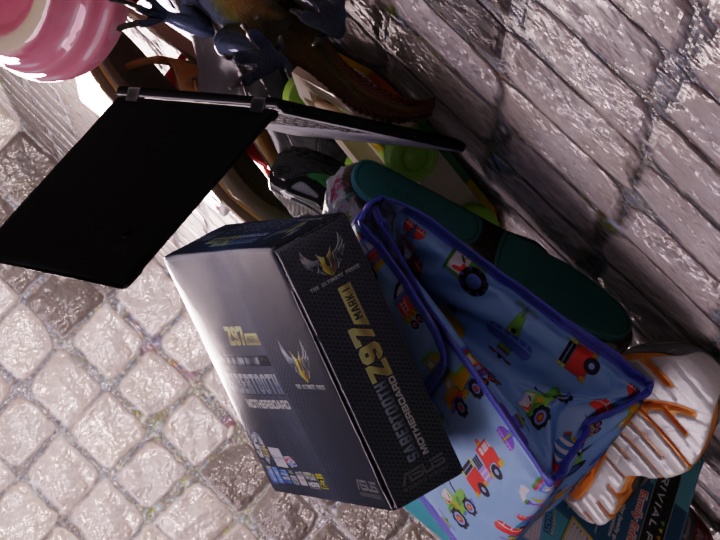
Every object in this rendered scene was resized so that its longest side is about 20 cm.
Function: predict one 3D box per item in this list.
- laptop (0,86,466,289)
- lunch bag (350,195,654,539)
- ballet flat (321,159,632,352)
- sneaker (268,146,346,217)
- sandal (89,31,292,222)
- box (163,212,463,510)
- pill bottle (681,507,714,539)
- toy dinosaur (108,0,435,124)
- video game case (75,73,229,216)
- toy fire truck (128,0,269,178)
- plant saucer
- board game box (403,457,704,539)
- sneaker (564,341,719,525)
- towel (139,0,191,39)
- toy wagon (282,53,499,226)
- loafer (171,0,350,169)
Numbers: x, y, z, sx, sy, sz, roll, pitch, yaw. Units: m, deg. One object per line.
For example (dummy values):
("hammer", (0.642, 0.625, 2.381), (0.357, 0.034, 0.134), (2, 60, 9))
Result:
("laptop", (-0.080, -0.040, 1.585), (0.199, 0.117, 0.187), (10, 180, -33))
("lunch bag", (0.047, 0.049, 1.581), (0.200, 0.094, 0.151), (45, 153, 10))
("ballet flat", (0.063, 0.004, 1.639), (0.199, 0.064, 0.076), (31, -143, 0))
("sneaker", (0.000, 0.000, 1.732), (0.078, 0.085, 0.200), (34, 168, 48))
("sandal", (-0.103, -0.100, 1.857), (0.200, 0.054, 0.080), (44, -163, 2))
("box", (-0.030, 0.050, 1.573), (0.159, 0.051, 0.200), (66, 160, -9))
("pill bottle", (0.150, 0.157, 1.948), (0.200, 0.114, 0.114), (49, 171, -29))
("toy dinosaur", (-0.082, -0.146, 1.613), (0.200, 0.105, 0.181), (49, 171, -28))
("video game case", (-0.146, -0.103, 2.002), (0.143, 0.017, 0.200), (39, 171, 3))
("toy fire truck", (-0.106, -0.132, 1.939), (0.199, 0.049, 0.141), (32, 168, 20))
("plant saucer", (-0.223, -0.215, 1.783), (0.200, 0.051, 0.202), (22, 121, 42))
("board game box", (0.118, 0.128, 1.737), (0.047, 0.152, 0.200), (-17, 131, 44))
("sneaker", (0.166, 0.080, 1.625), (0.078, 0.077, 0.200), (50, 155, 4))
("towel", (-0.158, -0.206, 2.022), (0.145, 0.024, 0.200), (40, 171, 38))
("toy wagon", (0.032, -0.054, 1.743), (0.200, 0.040, 0.155), (49, 172, -31))
("loafer", (-0.076, -0.128, 1.805), (0.200, 0.072, 0.073), (47, 173, -12))
